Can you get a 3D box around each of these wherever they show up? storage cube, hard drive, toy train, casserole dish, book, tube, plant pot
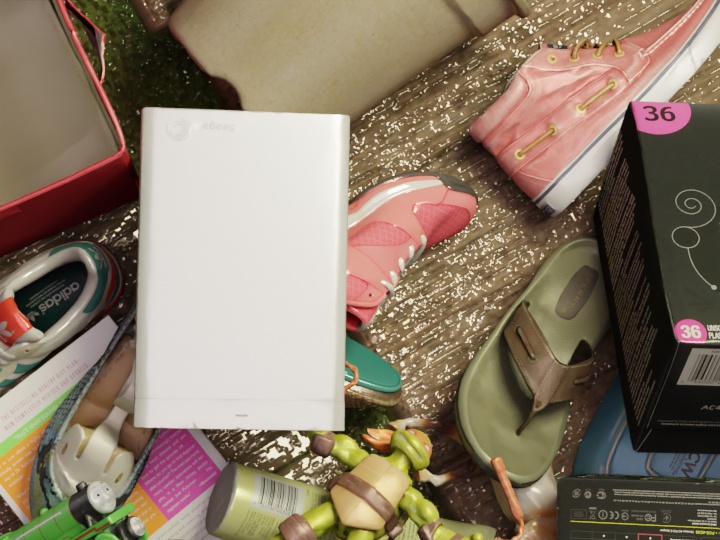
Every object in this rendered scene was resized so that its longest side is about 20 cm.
[{"bbox_3d":[-0.256,-0.103,1.219,0.200,0.180,0.171,-24,85,-6],"label":"storage cube"},{"bbox_3d":[-0.074,0.000,1.173,0.132,0.026,0.200,1,86,-7],"label":"hard drive"},{"bbox_3d":[-0.218,0.194,1.213,0.200,0.042,0.056,-33,87,29],"label":"toy train"},{"bbox_3d":[0.231,0.105,1.289,0.121,0.039,0.200,30,84,1],"label":"casserole dish"},{"bbox_3d":[-0.160,0.148,1.264,0.134,0.048,0.200,-38,89,-7],"label":"book"},{"bbox_3d":[-0.005,0.183,1.254,0.200,0.052,0.058,20,119,-18],"label":"tube"},{"bbox_3d":[-0.020,-0.182,1.247,0.183,0.200,0.200,-44,87,6],"label":"plant pot"}]

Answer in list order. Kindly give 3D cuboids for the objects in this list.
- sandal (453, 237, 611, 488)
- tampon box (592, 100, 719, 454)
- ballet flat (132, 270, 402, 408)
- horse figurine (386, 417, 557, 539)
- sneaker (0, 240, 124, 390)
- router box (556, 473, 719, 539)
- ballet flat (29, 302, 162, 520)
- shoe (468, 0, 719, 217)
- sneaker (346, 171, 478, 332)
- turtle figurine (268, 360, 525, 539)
[{"bbox_3d":[0.125,0.052,1.253,0.080,0.057,0.201,30,64,-4],"label":"sandal"},{"bbox_3d":[0.246,0.004,1.211,0.150,0.126,0.200,1,52,-7],"label":"tampon box"},{"bbox_3d":[-0.068,0.055,1.277,0.200,0.071,0.065,29,111,4],"label":"ballet flat"},{"bbox_3d":[0.101,0.158,1.263,0.133,0.050,0.200,-10,75,-27],"label":"horse figurine"},{"bbox_3d":[-0.248,0.044,1.246,0.200,0.093,0.070,-36,86,-6],"label":"sneaker"},{"bbox_3d":[0.226,0.208,1.189,0.200,0.062,0.150,0,86,25],"label":"router box"},{"bbox_3d":[-0.157,0.091,1.205,0.074,0.074,0.200,27,90,1],"label":"ballet flat"},{"bbox_3d":[0.168,-0.138,1.296,0.091,0.071,0.200,43,87,0],"label":"shoe"},{"bbox_3d":[0.000,0.000,1.249,0.200,0.074,0.087,-20,66,-23],"label":"sneaker"},{"bbox_3d":[-0.009,0.148,1.199,0.200,0.064,0.161,41,65,9],"label":"turtle figurine"}]
